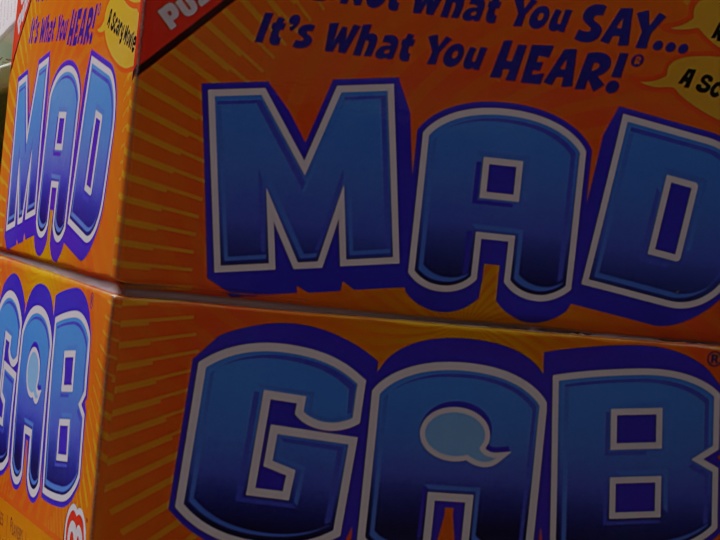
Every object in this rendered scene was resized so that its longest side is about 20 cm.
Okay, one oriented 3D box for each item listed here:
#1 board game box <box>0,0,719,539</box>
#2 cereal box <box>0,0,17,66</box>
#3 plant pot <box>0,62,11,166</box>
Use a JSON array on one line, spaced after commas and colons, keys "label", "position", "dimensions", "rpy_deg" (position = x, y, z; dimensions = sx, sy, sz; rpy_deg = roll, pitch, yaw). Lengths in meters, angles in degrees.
[{"label": "board game box", "position": [0.002, 0.008, 0.887], "dimensions": [0.200, 0.200, 0.200], "rpy_deg": [5, 2, -17]}, {"label": "cereal box", "position": [-0.034, -0.104, 1.015], "dimensions": [0.144, 0.040, 0.200], "rpy_deg": [11, -22, -26]}, {"label": "plant pot", "position": [-0.101, 0.031, 1.111], "dimensions": [0.200, 0.201, 0.190], "rpy_deg": [-7, -4, -6]}]
